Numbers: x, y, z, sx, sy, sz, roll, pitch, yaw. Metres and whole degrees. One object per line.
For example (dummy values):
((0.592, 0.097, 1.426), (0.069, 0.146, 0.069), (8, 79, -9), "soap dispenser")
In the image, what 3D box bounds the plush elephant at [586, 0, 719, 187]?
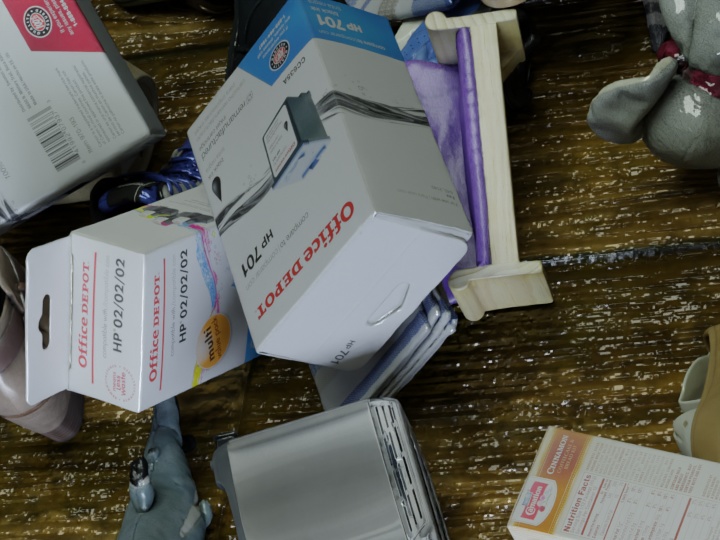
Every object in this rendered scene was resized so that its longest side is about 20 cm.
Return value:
((0.246, -0.135, 1.538), (0.155, 0.164, 0.200), (-53, 10, 22), "plush elephant")

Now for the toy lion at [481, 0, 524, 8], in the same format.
((0.131, -0.278, 1.578), (0.199, 0.069, 0.192), (-19, 39, 8), "toy lion")

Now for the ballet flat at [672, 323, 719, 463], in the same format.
((0.226, 0.092, 1.395), (0.063, 0.069, 0.200), (-14, 23, 25), "ballet flat")

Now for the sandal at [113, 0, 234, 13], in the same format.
((-0.122, -0.244, 1.832), (0.200, 0.057, 0.080), (3, 60, 42), "sandal")

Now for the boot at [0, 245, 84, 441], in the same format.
((-0.244, 0.024, 1.614), (0.070, 0.146, 0.201), (-21, 49, 9), "boot")

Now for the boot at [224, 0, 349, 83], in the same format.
((-0.045, -0.201, 1.653), (0.168, 0.076, 0.201), (-166, 82, -69), "boot")

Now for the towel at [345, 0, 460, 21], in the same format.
((0.027, -0.244, 1.740), (0.200, 0.024, 0.147), (-2, 48, 46), "towel")

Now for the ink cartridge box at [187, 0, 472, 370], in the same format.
((-0.024, -0.058, 1.478), (0.147, 0.086, 0.200), (-49, 43, 33), "ink cartridge box")

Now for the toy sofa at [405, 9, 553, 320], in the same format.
((0.073, -0.072, 1.548), (0.097, 0.083, 0.201), (-6, 73, 7), "toy sofa")

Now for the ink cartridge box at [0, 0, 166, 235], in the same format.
((-0.263, -0.108, 1.616), (0.199, 0.083, 0.146), (-30, 92, 4), "ink cartridge box")

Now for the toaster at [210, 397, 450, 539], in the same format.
((-0.014, 0.167, 1.433), (0.129, 0.114, 0.200), (-20, 47, 3), "toaster")

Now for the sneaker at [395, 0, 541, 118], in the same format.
((0.062, -0.123, 1.642), (0.111, 0.077, 0.200), (5, 50, 37), "sneaker")

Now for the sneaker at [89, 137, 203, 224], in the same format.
((-0.133, -0.048, 1.643), (0.080, 0.115, 0.200), (7, 58, 26), "sneaker")

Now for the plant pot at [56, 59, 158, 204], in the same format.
((-0.264, -0.122, 1.733), (0.199, 0.188, 0.188), (12, 59, 13), "plant pot")

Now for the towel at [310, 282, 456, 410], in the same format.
((0.000, 0.000, 1.540), (0.147, 0.024, 0.201), (-51, 43, 38), "towel")

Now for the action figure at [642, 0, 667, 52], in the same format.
((0.190, -0.262, 1.682), (0.199, 0.105, 0.194), (-3, 44, -8), "action figure")

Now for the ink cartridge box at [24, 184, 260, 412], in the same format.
((-0.138, 0.021, 1.528), (0.068, 0.116, 0.200), (15, 23, 31), "ink cartridge box")

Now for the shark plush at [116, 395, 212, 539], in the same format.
((-0.129, 0.156, 1.506), (0.090, 0.083, 0.201), (0, 55, 23), "shark plush")

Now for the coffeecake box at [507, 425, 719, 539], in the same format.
((0.204, 0.176, 1.302), (0.199, 0.154, 0.073), (11, 60, 30), "coffeecake box")
